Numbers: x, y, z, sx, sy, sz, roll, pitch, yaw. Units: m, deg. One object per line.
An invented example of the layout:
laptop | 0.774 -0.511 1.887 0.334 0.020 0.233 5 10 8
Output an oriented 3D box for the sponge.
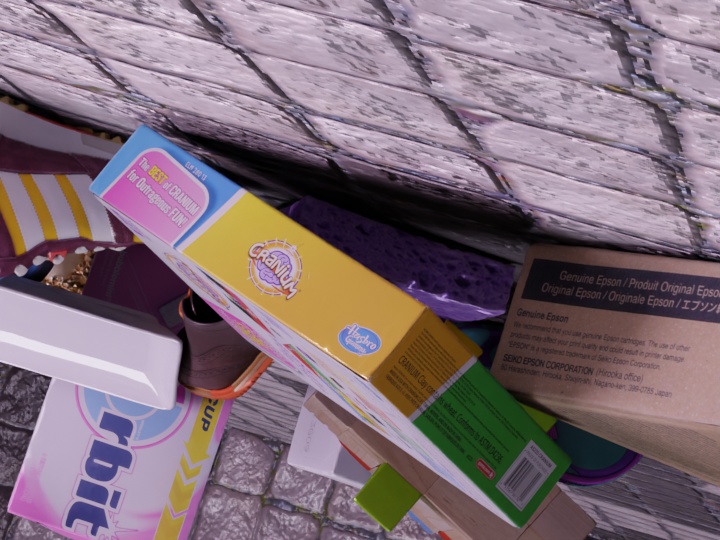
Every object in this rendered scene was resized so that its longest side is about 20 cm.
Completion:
sponge | 0.000 0.000 1.317 0.111 0.030 0.200 18 172 -11

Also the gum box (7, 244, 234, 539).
gum box | -0.143 0.088 1.630 0.113 0.200 0.066 19 173 -5

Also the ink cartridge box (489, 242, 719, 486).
ink cartridge box | 0.185 0.056 1.126 0.200 0.075 0.165 24 169 -36

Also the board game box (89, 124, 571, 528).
board game box | -0.014 0.024 1.146 0.200 0.040 0.153 33 171 40

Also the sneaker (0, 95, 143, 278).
sneaker | -0.153 -0.027 1.225 0.200 0.090 0.075 20 172 -17

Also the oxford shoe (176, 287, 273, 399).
oxford shoe | -0.077 0.025 1.511 0.072 0.071 0.200 27 154 -20

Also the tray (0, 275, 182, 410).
tray | -0.203 0.029 1.546 0.200 0.022 0.107 16 152 1

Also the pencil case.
pencil case | 0.078 0.071 1.454 0.092 0.085 0.200 3 180 -29

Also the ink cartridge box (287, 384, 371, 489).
ink cartridge box | 0.053 0.099 1.625 0.200 0.109 0.050 23 171 -40

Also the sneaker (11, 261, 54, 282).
sneaker | -0.266 -0.028 1.578 0.200 0.066 0.078 11 171 44

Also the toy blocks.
toy blocks | 0.042 0.102 1.349 0.200 0.100 0.137 42 172 1

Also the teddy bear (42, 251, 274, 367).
teddy bear | -0.157 0.033 1.790 0.145 0.067 0.200 13 172 46
